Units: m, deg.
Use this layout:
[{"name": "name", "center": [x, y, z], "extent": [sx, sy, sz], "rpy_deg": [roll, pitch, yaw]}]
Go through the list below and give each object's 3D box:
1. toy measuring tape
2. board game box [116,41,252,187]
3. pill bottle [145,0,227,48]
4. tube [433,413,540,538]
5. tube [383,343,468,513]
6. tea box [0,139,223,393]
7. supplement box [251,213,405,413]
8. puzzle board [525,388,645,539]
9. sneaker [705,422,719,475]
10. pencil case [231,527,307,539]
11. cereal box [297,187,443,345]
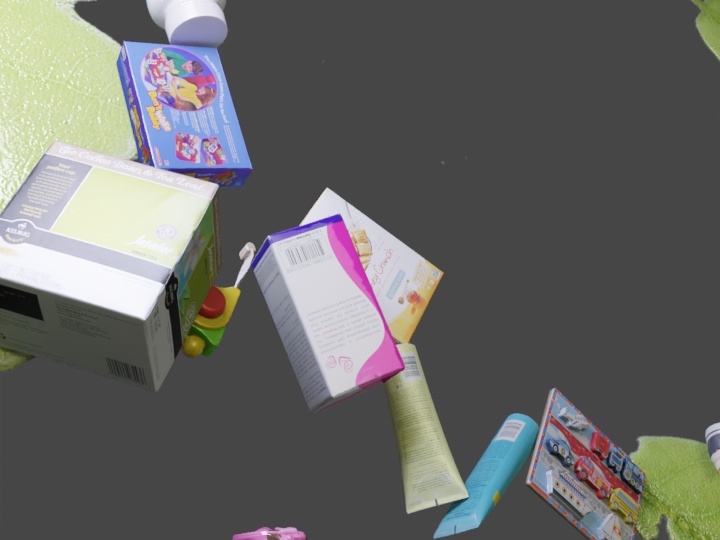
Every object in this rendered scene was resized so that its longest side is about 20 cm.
[{"name": "toy measuring tape", "center": [-0.180, 0.024, 1.176], "extent": [0.073, 0.074, 0.201], "rpy_deg": [28, 41, -11]}, {"name": "board game box", "center": [-0.233, -0.204, 1.302], "extent": [0.133, 0.045, 0.202], "rpy_deg": [-3, 62, -31]}, {"name": "pill bottle", "center": [-0.249, -0.403, 1.377], "extent": [0.111, 0.112, 0.202], "rpy_deg": [-5, 64, -32]}, {"name": "tube", "center": [0.160, 0.254, 1.219], "extent": [0.051, 0.077, 0.200], "rpy_deg": [50, 46, -3]}, {"name": "tube", "center": [0.068, 0.191, 1.219], "extent": [0.052, 0.058, 0.202], "rpy_deg": [10, 55, -43]}, {"name": "tea box", "center": [-0.272, -0.008, 1.055], "extent": [0.197, 0.134, 0.198], "rpy_deg": [16, 51, 8]}, {"name": "supplement box", "center": [-0.041, 0.053, 1.182], "extent": [0.100, 0.103, 0.202], "rpy_deg": [-18, 77, -24]}, {"name": "puzzle board", "center": [0.300, 0.270, 1.289], "extent": [0.200, 0.017, 0.152], "rpy_deg": [42, 47, -18]}, {"name": "sneaker", "center": [0.595, 0.288, 1.439], "extent": [0.197, 0.079, 0.080], "rpy_deg": [15, 48, -7]}, {"name": "pencil case", "center": [-0.092, 0.356, 0.991], "extent": [0.090, 0.094, 0.202], "rpy_deg": [12, 55, -22]}, {"name": "cereal box", "center": [0.000, 0.000, 1.307], "extent": [0.199, 0.040, 0.145], "rpy_deg": [35, 50, -6]}]
